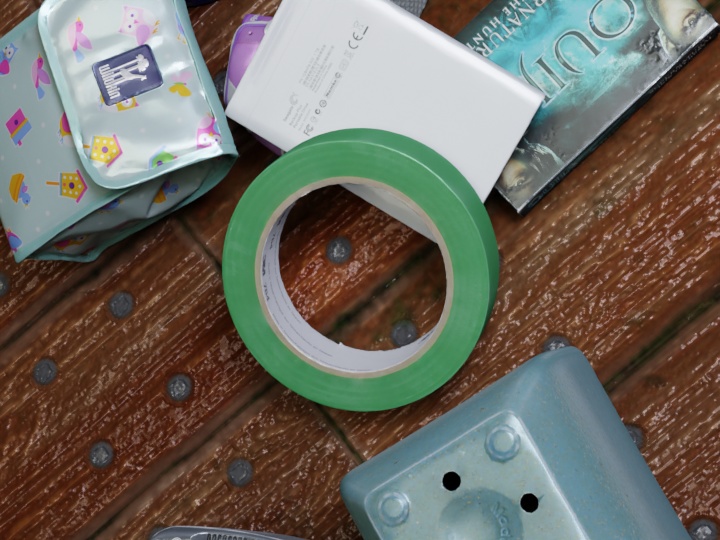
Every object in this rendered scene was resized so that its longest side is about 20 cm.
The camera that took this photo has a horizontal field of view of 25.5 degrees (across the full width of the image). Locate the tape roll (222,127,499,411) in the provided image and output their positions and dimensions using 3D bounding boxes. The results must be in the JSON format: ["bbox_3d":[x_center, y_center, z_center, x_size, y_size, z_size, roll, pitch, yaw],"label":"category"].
[{"bbox_3d":[0.000,0.000,1.151,0.198,0.048,0.203,4,107,13],"label":"tape roll"}]

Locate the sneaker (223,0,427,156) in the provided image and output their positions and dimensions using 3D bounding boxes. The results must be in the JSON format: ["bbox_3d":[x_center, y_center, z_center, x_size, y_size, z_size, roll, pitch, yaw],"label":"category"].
[{"bbox_3d":[-0.032,-0.190,1.213,0.114,0.073,0.201,38,93,20],"label":"sneaker"}]

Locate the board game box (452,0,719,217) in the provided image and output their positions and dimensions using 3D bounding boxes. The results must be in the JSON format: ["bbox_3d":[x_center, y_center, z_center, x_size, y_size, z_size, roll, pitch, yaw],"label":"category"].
[{"bbox_3d":[0.148,-0.157,1.179,0.200,0.028,0.135,-43,74,7],"label":"board game box"}]

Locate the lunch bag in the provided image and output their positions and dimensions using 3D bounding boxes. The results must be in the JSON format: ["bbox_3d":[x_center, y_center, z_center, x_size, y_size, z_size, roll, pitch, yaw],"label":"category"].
[{"bbox_3d":[-0.193,-0.119,1.201,0.199,0.121,0.172,-28,76,31],"label":"lunch bag"}]

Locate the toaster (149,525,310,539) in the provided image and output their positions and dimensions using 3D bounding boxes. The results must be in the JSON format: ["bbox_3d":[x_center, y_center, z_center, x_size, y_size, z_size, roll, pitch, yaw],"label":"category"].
[{"bbox_3d":[-0.059,0.244,1.130,0.198,0.129,0.115,6,85,17],"label":"toaster"}]

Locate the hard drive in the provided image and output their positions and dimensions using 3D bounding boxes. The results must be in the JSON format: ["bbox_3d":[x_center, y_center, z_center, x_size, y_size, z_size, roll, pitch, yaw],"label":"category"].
[{"bbox_3d":[0.017,-0.121,1.157,0.199,0.027,0.133,31,104,3],"label":"hard drive"}]

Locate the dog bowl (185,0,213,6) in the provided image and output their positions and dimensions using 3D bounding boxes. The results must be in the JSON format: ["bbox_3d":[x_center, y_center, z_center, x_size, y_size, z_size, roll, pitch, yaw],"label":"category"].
[{"bbox_3d":[-0.148,-0.315,1.257,0.198,0.079,0.203,-2,81,16],"label":"dog bowl"}]

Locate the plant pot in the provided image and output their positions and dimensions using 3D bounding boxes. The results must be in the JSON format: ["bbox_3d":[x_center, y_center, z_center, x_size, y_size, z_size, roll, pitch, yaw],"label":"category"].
[{"bbox_3d":[0.099,0.173,1.060,0.195,0.200,0.198,-32,76,9],"label":"plant pot"}]
